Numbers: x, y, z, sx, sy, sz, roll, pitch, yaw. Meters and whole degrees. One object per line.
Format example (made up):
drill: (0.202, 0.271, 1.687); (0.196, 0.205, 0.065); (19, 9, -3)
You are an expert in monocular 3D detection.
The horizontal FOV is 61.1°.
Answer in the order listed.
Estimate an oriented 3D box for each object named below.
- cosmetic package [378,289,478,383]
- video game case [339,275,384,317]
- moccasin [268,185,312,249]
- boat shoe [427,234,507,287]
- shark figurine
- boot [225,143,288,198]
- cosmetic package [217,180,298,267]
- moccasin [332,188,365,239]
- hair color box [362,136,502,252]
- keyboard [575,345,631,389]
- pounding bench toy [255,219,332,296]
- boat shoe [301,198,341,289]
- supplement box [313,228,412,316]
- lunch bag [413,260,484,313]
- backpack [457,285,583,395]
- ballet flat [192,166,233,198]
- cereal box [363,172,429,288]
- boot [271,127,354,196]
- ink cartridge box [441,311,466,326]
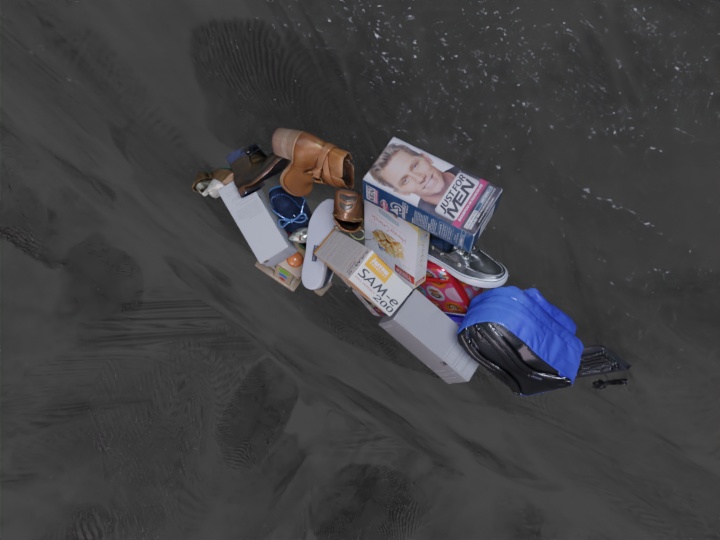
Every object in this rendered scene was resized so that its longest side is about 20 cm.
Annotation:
cosmetic package: (0.146, 0.136, 1.246); (0.200, 0.090, 0.107); (37, 161, -4)
video game case: (0.060, 0.065, 1.572); (0.200, 0.036, 0.181); (9, 147, 49)
moccasin: (-0.143, -0.117, 1.405); (0.080, 0.068, 0.200); (-17, 144, 20)
boat shoe: (0.179, -0.031, 1.128); (0.200, 0.069, 0.057); (26, 148, 21)
shark figurine: (-0.048, -0.057, 1.416); (0.214, 0.128, 0.090); (42, -169, -22)
boot: (-0.224, -0.228, 1.271); (0.200, 0.075, 0.097); (-25, 96, 52)
cosmetic package: (-0.235, -0.112, 1.412); (0.200, 0.081, 0.113); (57, -176, 5)
moccasin: (-0.021, -0.105, 1.207); (0.073, 0.078, 0.201); (11, 176, -3)
hair color box: (0.112, -0.123, 0.975); (0.200, 0.100, 0.061); (28, 159, 15)
keyboard: (0.486, 0.208, 1.265); (0.127, 0.021, 0.200); (35, 161, -2)
pounding bench toy: (-0.150, -0.026, 1.562); (0.200, 0.124, 0.156); (35, 160, -2)
boat shoe: (-0.074, -0.055, 1.333); (0.072, 0.201, 0.068); (13, -174, 26)
supplement box: (0.000, 0.000, 1.220); (0.126, 0.074, 0.200); (42, 176, -28)
lunch bag: (0.140, 0.001, 1.254); (0.200, 0.082, 0.176); (9, 145, 46)
backpack: (0.288, 0.118, 1.140); (0.200, 0.168, 0.162); (35, 144, -11)
ballet flat: (-0.372, -0.218, 1.545); (0.200, 0.072, 0.068); (10, 150, 48)
cereal box: (0.065, -0.074, 1.137); (0.144, 0.039, 0.200); (40, 151, 30)
boot: (-0.080, -0.185, 1.178); (0.154, 0.074, 0.200); (21, 162, 17)
ink cartridge box: (0.224, 0.119, 1.312); (0.200, 0.044, 0.198); (14, 174, -34)
